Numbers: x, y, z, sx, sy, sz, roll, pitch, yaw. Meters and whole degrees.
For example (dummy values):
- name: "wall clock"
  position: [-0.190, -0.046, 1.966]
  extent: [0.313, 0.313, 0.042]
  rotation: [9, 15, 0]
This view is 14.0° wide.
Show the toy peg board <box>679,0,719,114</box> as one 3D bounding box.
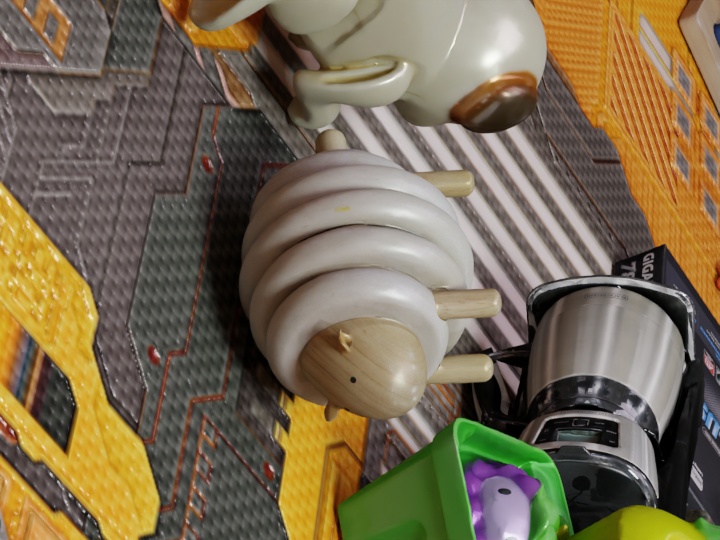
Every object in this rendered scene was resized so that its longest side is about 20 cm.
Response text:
- name: "toy peg board"
  position: [0.372, -0.174, 2.518]
  extent: [0.200, 0.098, 0.199]
  rotation: [63, 25, -15]

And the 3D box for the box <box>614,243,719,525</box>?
- name: "box"
  position: [0.237, 0.118, 2.076]
  extent: [0.200, 0.050, 0.199]
  rotation: [54, 28, -31]

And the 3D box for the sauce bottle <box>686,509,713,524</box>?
- name: "sauce bottle"
  position: [0.241, 0.260, 1.953]
  extent: [0.200, 0.065, 0.065]
  rotation: [66, 24, -7]

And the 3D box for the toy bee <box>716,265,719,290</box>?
- name: "toy bee"
  position: [0.336, 0.024, 2.316]
  extent: [0.131, 0.109, 0.200]
  rotation: [-50, 142, -72]

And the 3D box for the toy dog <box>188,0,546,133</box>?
- name: "toy dog"
  position: [0.024, -0.161, 1.674]
  extent: [0.200, 0.194, 0.140]
  rotation: [42, 24, -36]

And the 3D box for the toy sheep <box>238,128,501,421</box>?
- name: "toy sheep"
  position: [0.000, 0.000, 1.565]
  extent: [0.138, 0.138, 0.200]
  rotation: [49, 20, -39]

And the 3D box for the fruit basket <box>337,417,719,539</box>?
- name: "fruit basket"
  position: [0.110, 0.180, 1.574]
  extent: [0.155, 0.215, 0.216]
  rotation: [24, 50, -58]

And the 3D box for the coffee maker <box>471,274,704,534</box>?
- name: "coffee maker"
  position: [0.151, 0.131, 1.778]
  extent: [0.192, 0.135, 0.200]
  rotation: [59, 27, -25]
